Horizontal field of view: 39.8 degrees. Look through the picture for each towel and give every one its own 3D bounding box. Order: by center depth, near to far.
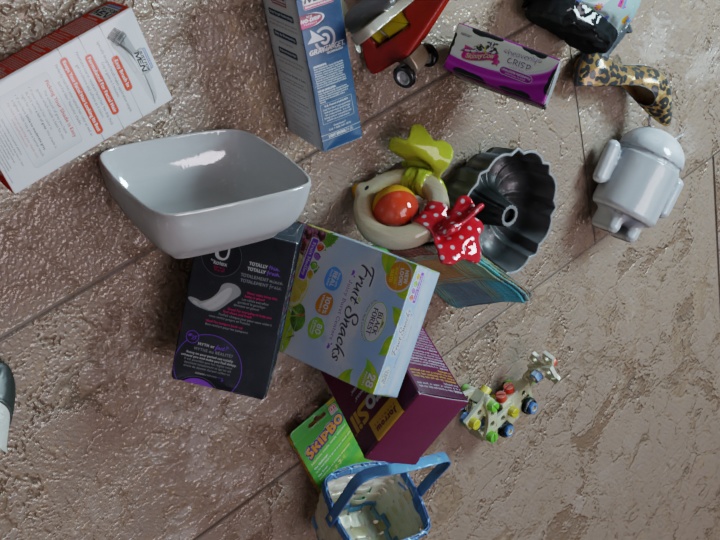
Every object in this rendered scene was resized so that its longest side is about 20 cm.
[{"bbox_3d":[0.136,0.006,1.434,0.199,0.146,0.022,33,62,-42],"label":"towel"}]

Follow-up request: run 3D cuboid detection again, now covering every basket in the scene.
[{"bbox_3d":[0.023,0.338,1.443,0.175,0.140,0.200,0,141,-39],"label":"basket"}]

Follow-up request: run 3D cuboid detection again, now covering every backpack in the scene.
[{"bbox_3d":[0.334,-0.424,1.404,0.166,0.126,0.202,20,93,-39],"label":"backpack"}]

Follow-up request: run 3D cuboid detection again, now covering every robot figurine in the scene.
[{"bbox_3d":[0.457,-0.150,1.634,0.168,0.113,0.202,25,94,-26],"label":"robot figurine"}]

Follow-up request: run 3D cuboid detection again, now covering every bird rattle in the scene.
[{"bbox_3d":[0.073,-0.080,1.320,0.161,0.202,0.113,-17,149,1],"label":"bird rattle"}]

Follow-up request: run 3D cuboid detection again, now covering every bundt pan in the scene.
[{"bbox_3d":[0.197,-0.093,1.477,0.200,0.076,0.204,-17,120,-32],"label":"bundt pan"}]

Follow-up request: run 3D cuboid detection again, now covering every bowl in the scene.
[{"bbox_3d":[-0.173,-0.084,1.105,0.198,0.199,0.075,-16,125,-29],"label":"bowl"}]

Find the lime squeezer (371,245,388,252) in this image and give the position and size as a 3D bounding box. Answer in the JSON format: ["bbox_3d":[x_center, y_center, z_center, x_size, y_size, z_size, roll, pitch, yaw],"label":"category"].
[{"bbox_3d":[0.000,0.000,1.383,0.198,0.038,0.071,-6,121,-20],"label":"lime squeezer"}]

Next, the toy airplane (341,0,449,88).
[{"bbox_3d":[0.058,-0.337,1.200,0.200,0.141,0.200,-51,176,6],"label":"toy airplane"}]

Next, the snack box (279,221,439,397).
[{"bbox_3d":[-0.018,0.047,1.270,0.067,0.199,0.170,16,93,-58],"label":"snack box"}]

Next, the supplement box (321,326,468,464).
[{"bbox_3d":[0.035,0.143,1.351,0.103,0.201,0.131,16,121,-42],"label":"supplement box"}]

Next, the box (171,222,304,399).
[{"bbox_3d":[-0.147,0.035,1.209,0.121,0.106,0.202,13,105,-2],"label":"box"}]

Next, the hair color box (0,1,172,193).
[{"bbox_3d":[-0.310,-0.183,1.040,0.199,0.064,0.112,-35,127,-20],"label":"hair color box"}]

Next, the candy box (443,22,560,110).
[{"bbox_3d":[0.188,-0.261,1.290,0.200,0.135,0.062,-35,146,-78],"label":"candy box"}]

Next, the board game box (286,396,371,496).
[{"bbox_3d":[-0.041,0.276,1.488,0.095,0.030,0.201,-38,132,-20],"label":"board game box"}]

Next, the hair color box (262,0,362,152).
[{"bbox_3d":[-0.058,-0.254,1.181,0.060,0.100,0.202,-24,123,-21],"label":"hair color box"}]

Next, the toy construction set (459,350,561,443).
[{"bbox_3d":[0.240,0.208,1.646,0.199,0.092,0.132,-29,126,-12],"label":"toy construction set"}]

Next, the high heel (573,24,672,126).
[{"bbox_3d":[0.410,-0.274,1.559,0.143,0.071,0.201,-46,113,-20],"label":"high heel"}]

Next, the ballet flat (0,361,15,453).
[{"bbox_3d":[-0.430,0.203,1.114,0.068,0.068,0.202,17,98,-41],"label":"ballet flat"}]
